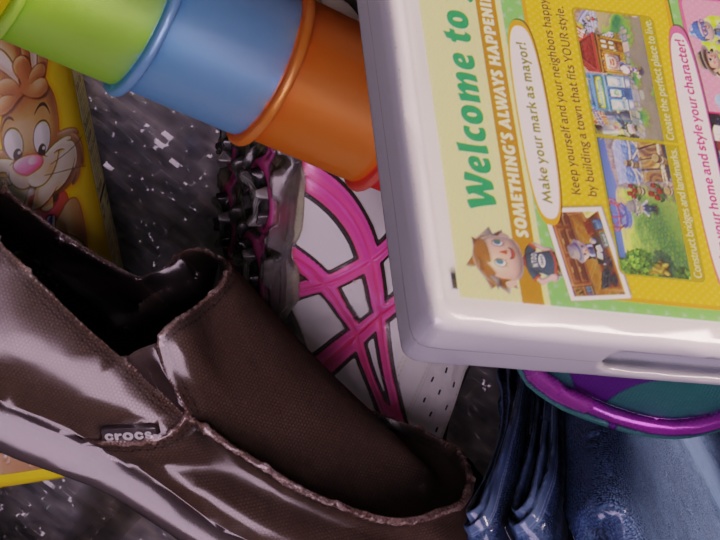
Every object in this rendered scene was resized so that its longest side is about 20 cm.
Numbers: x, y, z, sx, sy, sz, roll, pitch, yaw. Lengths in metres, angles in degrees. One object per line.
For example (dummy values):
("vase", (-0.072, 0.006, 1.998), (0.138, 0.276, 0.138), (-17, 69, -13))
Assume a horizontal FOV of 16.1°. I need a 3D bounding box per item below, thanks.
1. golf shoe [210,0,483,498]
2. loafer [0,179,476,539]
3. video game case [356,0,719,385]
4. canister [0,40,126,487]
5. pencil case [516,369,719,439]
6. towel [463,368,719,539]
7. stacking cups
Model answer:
("golf shoe", (0.000, 0.000, 0.829), (0.092, 0.073, 0.201), (-9, 121, -13))
("loafer", (-0.047, 0.035, 0.755), (0.199, 0.073, 0.071), (22, 114, -16))
("video game case", (0.085, -0.061, 0.644), (0.181, 0.201, 0.022), (6, 147, -20))
("canister", (-0.151, -0.031, 0.804), (0.148, 0.087, 0.201), (-8, 115, 4))
("pencil case", (0.094, -0.030, 0.737), (0.092, 0.200, 0.085), (-39, 105, 23))
("towel", (0.078, 0.060, 0.777), (0.048, 0.200, 0.112), (-23, 113, 16))
("stacking cups", (-0.041, -0.070, 0.720), (0.199, 0.061, 0.061), (20, 113, -20))
